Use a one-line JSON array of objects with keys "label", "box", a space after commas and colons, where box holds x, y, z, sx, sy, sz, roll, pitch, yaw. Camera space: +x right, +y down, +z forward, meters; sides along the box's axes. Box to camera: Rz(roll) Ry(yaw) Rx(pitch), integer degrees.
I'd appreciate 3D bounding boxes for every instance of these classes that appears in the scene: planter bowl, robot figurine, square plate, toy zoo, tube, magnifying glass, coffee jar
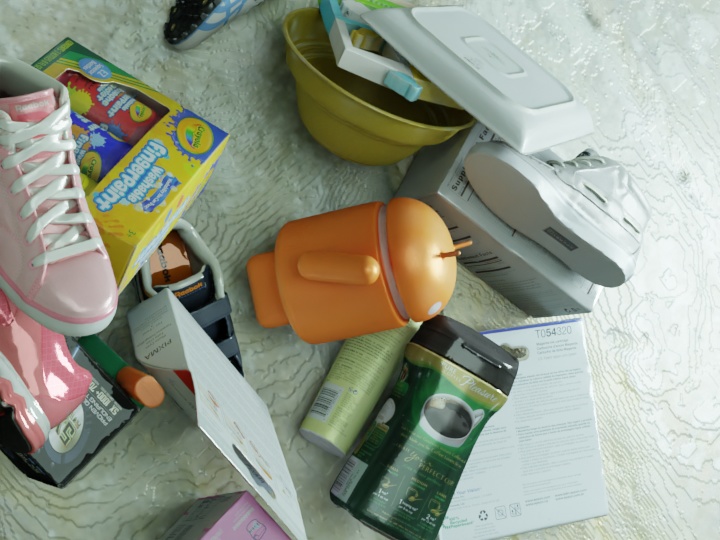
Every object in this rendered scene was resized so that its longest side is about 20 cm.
[{"label": "planter bowl", "box": [0.004, -0.156, 1.181, 0.198, 0.201, 0.084, 16, 121, -22]}, {"label": "robot figurine", "box": [0.000, 0.001, 1.140, 0.144, 0.198, 0.118, 62, 21, -49]}, {"label": "square plate", "box": [0.118, -0.187, 1.177, 0.200, 0.029, 0.198, 42, 27, 15]}, {"label": "toy zoo", "box": [0.030, -0.209, 1.180, 0.130, 0.201, 0.021, 16, 122, -22]}, {"label": "tube", "box": [0.012, 0.078, 1.201, 0.058, 0.052, 0.201, 36, 71, -22]}, {"label": "magnifying glass", "box": [-0.189, 0.086, 1.027, 0.022, 0.200, 0.080, -42, 105, -13]}, {"label": "coffee jar", "box": [0.060, 0.145, 1.159, 0.104, 0.085, 0.201, 30, 85, -13]}]

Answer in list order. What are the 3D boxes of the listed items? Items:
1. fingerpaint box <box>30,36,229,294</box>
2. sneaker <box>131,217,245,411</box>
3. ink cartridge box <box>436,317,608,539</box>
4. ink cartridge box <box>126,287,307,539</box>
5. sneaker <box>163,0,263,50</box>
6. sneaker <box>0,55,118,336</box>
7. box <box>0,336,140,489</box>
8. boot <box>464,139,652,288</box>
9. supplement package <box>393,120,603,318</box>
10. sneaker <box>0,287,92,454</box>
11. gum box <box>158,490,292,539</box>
[{"label": "fingerpaint box", "box": [-0.220, -0.086, 1.024, 0.166, 0.074, 0.200, 31, 35, -1]}, {"label": "sneaker", "box": [-0.151, 0.044, 1.117, 0.078, 0.079, 0.202, -26, 97, -25]}, {"label": "ink cartridge box", "box": [0.144, 0.158, 1.257, 0.194, 0.043, 0.203, -5, 85, -23]}, {"label": "ink cartridge box", "box": [-0.115, 0.125, 1.014, 0.047, 0.200, 0.161, -32, 122, 4]}, {"label": "sneaker", "box": [-0.100, -0.269, 1.181, 0.200, 0.072, 0.073, -47, 130, -14]}, {"label": "sneaker", "box": [-0.221, -0.058, 0.864, 0.075, 0.105, 0.201, -19, 68, -35]}, {"label": "box", "box": [-0.287, 0.069, 1.006, 0.086, 0.163, 0.200, -45, 103, -21]}, {"label": "boot", "box": [0.186, -0.077, 1.173, 0.199, 0.073, 0.096, 38, 61, -21]}, {"label": "supplement package", "box": [0.148, -0.056, 1.244, 0.199, 0.109, 0.114, 36, 72, -17]}, {"label": "sneaker", "box": [-0.264, 0.028, 0.904, 0.087, 0.073, 0.201, -38, 104, -38]}, {"label": "gum box", "box": [-0.101, 0.249, 1.056, 0.066, 0.200, 0.114, -44, 95, -21]}]
